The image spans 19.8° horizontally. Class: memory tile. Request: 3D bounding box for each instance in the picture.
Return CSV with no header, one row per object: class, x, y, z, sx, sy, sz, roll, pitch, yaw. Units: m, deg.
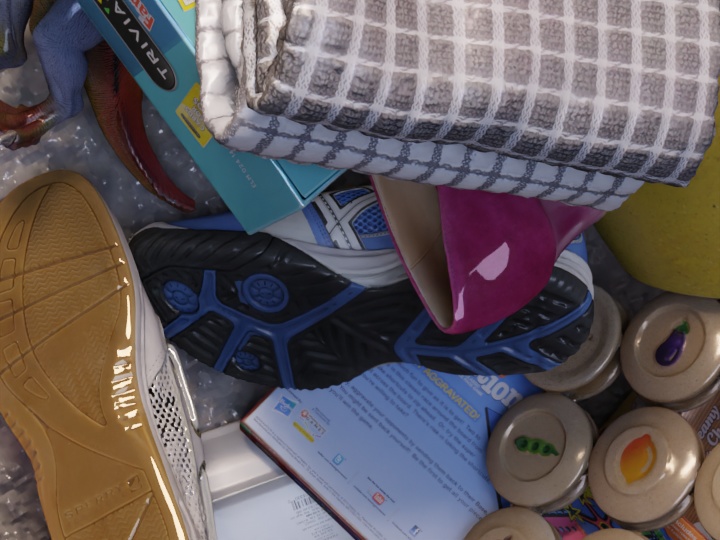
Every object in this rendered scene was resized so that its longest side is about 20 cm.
memory tile,0.131,0.081,0.805,0.017,0.199,0.154,35,69,-46

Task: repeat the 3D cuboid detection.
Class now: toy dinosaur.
toy dinosaur,-0.108,-0.145,0.801,0.200,0.105,0.182,24,109,-43

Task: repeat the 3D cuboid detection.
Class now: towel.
towel,0.034,-0.130,0.678,0.165,0.086,0.201,6,75,-25

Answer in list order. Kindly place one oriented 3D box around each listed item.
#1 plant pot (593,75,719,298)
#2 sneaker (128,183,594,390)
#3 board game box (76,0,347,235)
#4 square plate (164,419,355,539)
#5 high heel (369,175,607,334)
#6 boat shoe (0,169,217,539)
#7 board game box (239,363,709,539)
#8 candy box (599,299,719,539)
plant pot,0.154,-0.071,0.839,0.199,0.200,0.143,-7,109,-12
sneaker,0.000,0.000,0.864,0.199,0.077,0.076,4,130,9
board game box,-0.039,-0.138,0.722,0.151,0.047,0.200,-40,99,-30
square plate,-0.004,0.152,0.915,0.199,0.028,0.199,-19,103,-10
high heel,0.001,-0.065,0.792,0.200,0.067,0.096,49,52,4
boat shoe,-0.103,0.057,0.836,0.071,0.069,0.201,-22,67,13
board game box,0.055,0.098,0.877,0.200,0.019,0.103,43,78,8
candy box,0.203,0.056,0.934,0.115,0.055,0.200,42,89,-16
